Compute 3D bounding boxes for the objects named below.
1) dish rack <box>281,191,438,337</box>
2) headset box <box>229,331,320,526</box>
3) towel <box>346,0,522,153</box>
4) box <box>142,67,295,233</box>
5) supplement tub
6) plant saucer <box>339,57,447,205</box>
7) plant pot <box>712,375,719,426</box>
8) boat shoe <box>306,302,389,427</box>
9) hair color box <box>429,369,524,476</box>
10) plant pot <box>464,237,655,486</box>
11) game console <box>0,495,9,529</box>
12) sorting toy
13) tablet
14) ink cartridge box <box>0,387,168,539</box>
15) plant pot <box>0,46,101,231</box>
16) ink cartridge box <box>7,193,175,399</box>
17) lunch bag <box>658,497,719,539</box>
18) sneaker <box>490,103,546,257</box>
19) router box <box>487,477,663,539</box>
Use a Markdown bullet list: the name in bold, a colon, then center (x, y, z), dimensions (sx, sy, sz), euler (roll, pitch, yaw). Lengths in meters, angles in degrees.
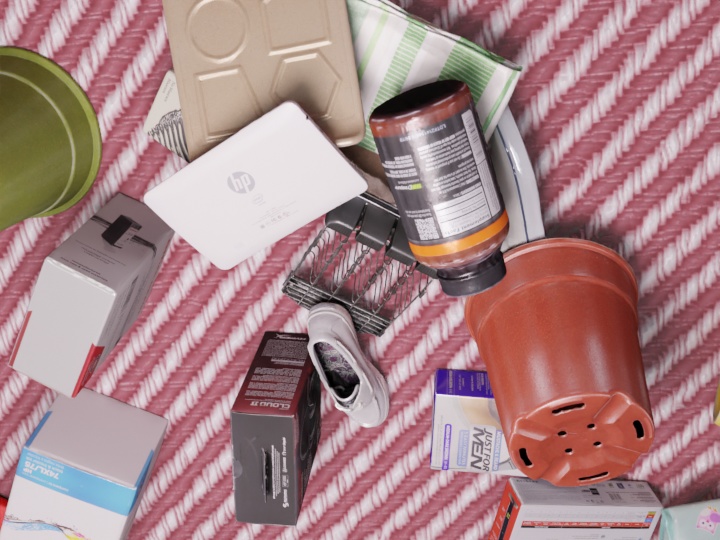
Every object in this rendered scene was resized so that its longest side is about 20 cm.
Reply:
- **dish rack**: center (0.000, 0.000, 1.068), dimensions (0.152, 0.055, 0.200), euler (26, 144, -9)
- **headset box**: center (-0.096, 0.185, 1.104), dimensions (0.076, 0.201, 0.151), euler (3, 114, 5)
- **towel**: center (0.047, -0.183, 0.970), dimensions (0.198, 0.023, 0.154), euler (25, 117, 0)
- **box**: center (-0.126, -0.134, 1.013), dimensions (0.199, 0.068, 0.083), euler (34, 117, 4)
- **supplement tub**: center (0.085, -0.078, 0.940), dimensions (0.105, 0.107, 0.202), euler (-15, 111, 13)
- **plant saucer**: center (0.036, -0.132, 1.028), dimensions (0.197, 0.037, 0.203), euler (4, 114, 10)
- **plant pot**: center (0.495, 0.132, 1.031), dimensions (0.186, 0.201, 0.204), euler (14, 116, 17)
- **boat shoe**: center (-0.015, 0.129, 1.122), dimensions (0.071, 0.069, 0.202), euler (-4, 131, 13)
- **hair color box**: center (0.185, 0.188, 1.150), dimensions (0.197, 0.065, 0.111), euler (3, 115, 3)
- **plant pot**: center (0.217, 0.106, 1.007), dimensions (0.197, 0.197, 0.203), euler (0, 132, 0)
- **game console**: center (-0.581, 0.370, 1.341), dimensions (0.198, 0.119, 0.174), euler (27, 84, -7)
- **sorting toy**: center (-0.096, -0.210, 0.945), dimensions (0.182, 0.036, 0.203), euler (-9, 90, 8)
- **tablet**: center (-0.106, -0.079, 0.950), dimensions (0.198, 0.014, 0.130), euler (-28, 128, 24)
- **ink cartridge box**: center (-0.355, 0.283, 1.205), dimensions (0.144, 0.147, 0.202), euler (21, 114, -5)
- **plant pot**: center (-0.402, -0.118, 1.005), dimensions (0.197, 0.190, 0.203), euler (2, 114, 5)
- **ink cartridge box**: center (-0.291, 0.021, 1.052), dimensions (0.083, 0.200, 0.145), euler (27, 115, -3)
- **lunch bag**: center (0.456, 0.348, 1.159), dimensions (0.168, 0.123, 0.201), euler (-13, 149, 10)
- **sneaker**: center (0.155, -0.080, 1.025), dimensions (0.070, 0.073, 0.202), euler (-14, 113, 6)
- **router box**: center (0.257, 0.349, 1.190), dimensions (0.197, 0.049, 0.182), euler (6, 116, -17)
